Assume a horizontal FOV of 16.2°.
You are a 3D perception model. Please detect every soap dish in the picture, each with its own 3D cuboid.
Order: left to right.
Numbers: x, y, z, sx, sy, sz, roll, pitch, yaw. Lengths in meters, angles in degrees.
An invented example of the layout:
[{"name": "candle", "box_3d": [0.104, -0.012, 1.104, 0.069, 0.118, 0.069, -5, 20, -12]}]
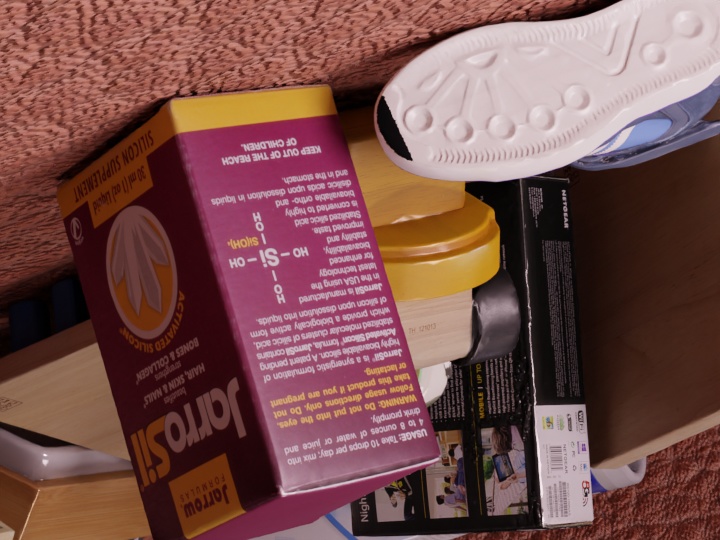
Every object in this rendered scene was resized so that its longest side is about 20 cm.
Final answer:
[{"name": "soap dish", "box_3d": [-0.223, 0.128, 1.700, 0.157, 0.082, 0.200, 21, -170, 26]}]

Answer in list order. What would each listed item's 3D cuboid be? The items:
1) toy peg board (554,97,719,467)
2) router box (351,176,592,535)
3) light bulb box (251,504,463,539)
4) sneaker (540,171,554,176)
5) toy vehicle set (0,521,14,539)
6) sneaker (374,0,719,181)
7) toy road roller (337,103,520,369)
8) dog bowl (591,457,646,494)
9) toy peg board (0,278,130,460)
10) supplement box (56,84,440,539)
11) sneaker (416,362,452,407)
[{"name": "toy peg board", "box_3d": [0.206, -0.005, 1.441, 0.097, 0.200, 0.200, 2, 163, -24]}, {"name": "router box", "box_3d": [0.058, 0.052, 1.483, 0.149, 0.201, 0.051, -8, 173, 42]}, {"name": "light bulb box", "box_3d": [-0.006, 0.107, 1.788, 0.199, 0.199, 0.125, -19, 171, 9]}, {"name": "sneaker", "box_3d": [0.144, 0.015, 1.564, 0.073, 0.200, 0.071, -34, 168, -11]}, {"name": "toy vehicle set", "box_3d": [-0.323, 0.132, 1.536, 0.199, 0.027, 0.124, 27, -163, 31]}, {"name": "sneaker", "box_3d": [0.095, -0.076, 1.300, 0.199, 0.081, 0.147, -21, 166, -13]}, {"name": "toy road roller", "box_3d": [-0.002, -0.031, 1.369, 0.122, 0.147, 0.200, -12, -154, -27]}, {"name": "dog bowl", "box_3d": [0.130, 0.059, 1.746, 0.078, 0.201, 0.200, -16, 170, 14]}, {"name": "toy peg board", "box_3d": [-0.117, 0.031, 1.573, 0.199, 0.098, 0.199, -23, 152, 30]}, {"name": "supplement box", "box_3d": [-0.059, 0.025, 1.260, 0.103, 0.201, 0.131, -9, 166, -37]}, {"name": "sneaker", "box_3d": [-0.046, 0.072, 1.462, 0.200, 0.077, 0.088, -32, 159, 33]}]
